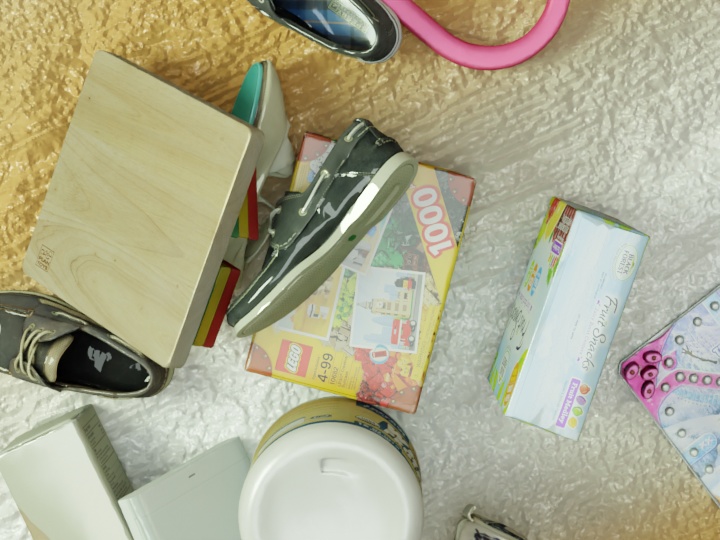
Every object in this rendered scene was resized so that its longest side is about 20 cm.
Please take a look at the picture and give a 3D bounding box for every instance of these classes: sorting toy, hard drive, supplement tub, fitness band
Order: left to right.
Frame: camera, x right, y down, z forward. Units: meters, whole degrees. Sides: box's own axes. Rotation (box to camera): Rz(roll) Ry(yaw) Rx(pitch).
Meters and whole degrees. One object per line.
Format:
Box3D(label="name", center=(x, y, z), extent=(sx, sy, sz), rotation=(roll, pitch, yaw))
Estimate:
Box3D(label="sorting toy", center=(-0.162, -0.050, 1.645), extent=(0.199, 0.069, 0.200), rotation=(29, 104, 39))
Box3D(label="hard drive", center=(-0.112, 0.256, 1.692), extent=(0.026, 0.132, 0.201), rotation=(-19, 96, 45))
Box3D(label="supplement tub", center=(-0.021, 0.180, 1.638), extent=(0.143, 0.200, 0.146), rotation=(0, 96, 1))
Box3D(label="fitness band", center=(0.083, -0.257, 1.680), extent=(0.200, 0.037, 0.144), rotation=(41, 95, -2))

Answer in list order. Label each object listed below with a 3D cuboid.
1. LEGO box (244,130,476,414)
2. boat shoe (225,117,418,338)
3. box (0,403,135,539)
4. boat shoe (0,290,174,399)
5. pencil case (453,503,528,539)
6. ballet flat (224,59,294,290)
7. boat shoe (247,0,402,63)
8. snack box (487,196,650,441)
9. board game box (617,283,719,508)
Box3D(label="LEGO box", center=(0.000, 0.000, 1.683), extent=(0.148, 0.077, 0.201), rotation=(14, 95, -1))
Box3D(label="boat shoe", center=(-0.041, -0.031, 1.614), extent=(0.068, 0.072, 0.200), rotation=(42, 95, 15))
Box3D(label="box", center=(-0.222, 0.221, 1.699), extent=(0.077, 0.095, 0.201), rotation=(-25, 93, 4))
Box3D(label="boat shoe", center=(-0.254, 0.062, 1.694), extent=(0.198, 0.073, 0.075), rotation=(9, 95, 0))
Box3D(label="pencil case", center=(0.083, 0.298, 1.708), extent=(0.089, 0.078, 0.201), rotation=(22, 96, -21))
Box3D(label="ballet flat", center=(-0.092, -0.074, 1.691), extent=(0.069, 0.069, 0.201), rotation=(21, 97, -1))
Box3D(label="boat shoe", center=(-0.058, -0.230, 1.657), extent=(0.199, 0.066, 0.070), rotation=(36, 105, 7))
Box3D(label="snack box", center=(0.163, 0.034, 1.623), extent=(0.067, 0.200, 0.170), rotation=(19, 96, -1))
Box3D(label="board game box", center=(0.353, 0.101, 1.714), extent=(0.200, 0.026, 0.200), rotation=(-38, 94, 4))
